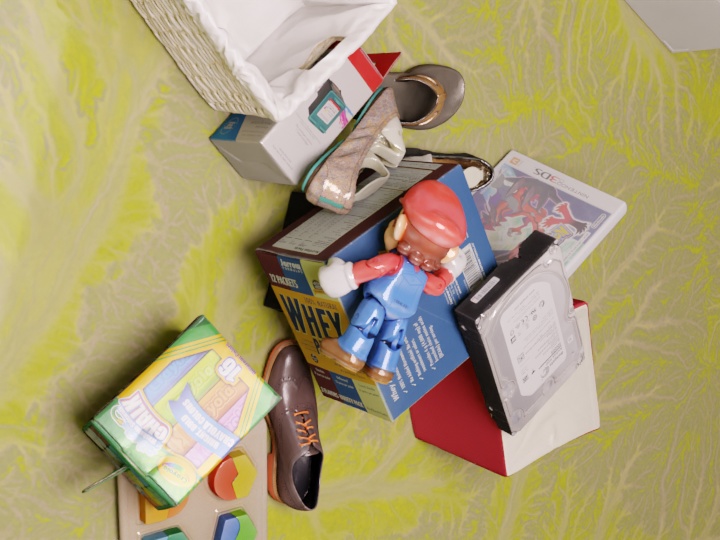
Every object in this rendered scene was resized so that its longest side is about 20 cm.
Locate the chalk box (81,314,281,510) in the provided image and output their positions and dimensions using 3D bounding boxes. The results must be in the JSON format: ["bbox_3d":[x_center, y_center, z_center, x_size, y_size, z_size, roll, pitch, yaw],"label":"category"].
[{"bbox_3d":[-0.201,0.165,1.110,0.124,0.125,0.200,46,69,-4],"label":"chalk box"}]

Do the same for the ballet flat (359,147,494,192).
[{"bbox_3d":[0.084,-0.118,1.324,0.199,0.068,0.069,-11,104,-34],"label":"ballet flat"}]

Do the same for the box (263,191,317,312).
[{"bbox_3d":[0.000,0.000,1.278,0.199,0.079,0.142,16,84,-37],"label":"box"}]

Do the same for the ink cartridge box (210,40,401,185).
[{"bbox_3d":[-0.058,-0.190,1.181,0.200,0.116,0.067,-52,122,-18],"label":"ink cartridge box"}]

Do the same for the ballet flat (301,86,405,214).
[{"bbox_3d":[0.008,-0.124,1.161,0.067,0.068,0.200,30,51,6],"label":"ballet flat"}]

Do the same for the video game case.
[{"bbox_3d":[0.203,-0.053,1.356,0.200,0.182,0.023,-45,144,-21],"label":"video game case"}]

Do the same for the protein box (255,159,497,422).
[{"bbox_3d":[0.031,0.015,1.172,0.200,0.135,0.200,-36,116,-27],"label":"protein box"}]

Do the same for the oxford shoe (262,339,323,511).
[{"bbox_3d":[-0.069,0.182,1.260,0.071,0.072,0.202,-10,103,-33],"label":"oxford shoe"}]

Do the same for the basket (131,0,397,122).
[{"bbox_3d":[-0.110,-0.288,1.100,0.198,0.160,0.200,-49,122,-19],"label":"basket"}]

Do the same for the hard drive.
[{"bbox_3d":[0.182,0.073,1.192,0.140,0.038,0.201,-42,135,-22],"label":"hard drive"}]

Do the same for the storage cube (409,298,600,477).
[{"bbox_3d":[0.174,0.127,1.361,0.170,0.179,0.201,-19,109,-32],"label":"storage cube"}]

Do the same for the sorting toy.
[{"bbox_3d":[-0.182,0.272,1.216,0.184,0.036,0.202,-9,102,-34],"label":"sorting toy"}]

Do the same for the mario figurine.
[{"bbox_3d":[0.032,0.003,1.058,0.201,0.106,0.123,-63,161,0],"label":"mario figurine"}]

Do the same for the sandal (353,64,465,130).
[{"bbox_3d":[0.062,-0.210,1.295,0.199,0.054,0.082,-3,103,-45],"label":"sandal"}]

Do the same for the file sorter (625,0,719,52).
[{"bbox_3d":[0.462,-0.417,1.507,0.200,0.138,0.125,35,74,-34],"label":"file sorter"}]
